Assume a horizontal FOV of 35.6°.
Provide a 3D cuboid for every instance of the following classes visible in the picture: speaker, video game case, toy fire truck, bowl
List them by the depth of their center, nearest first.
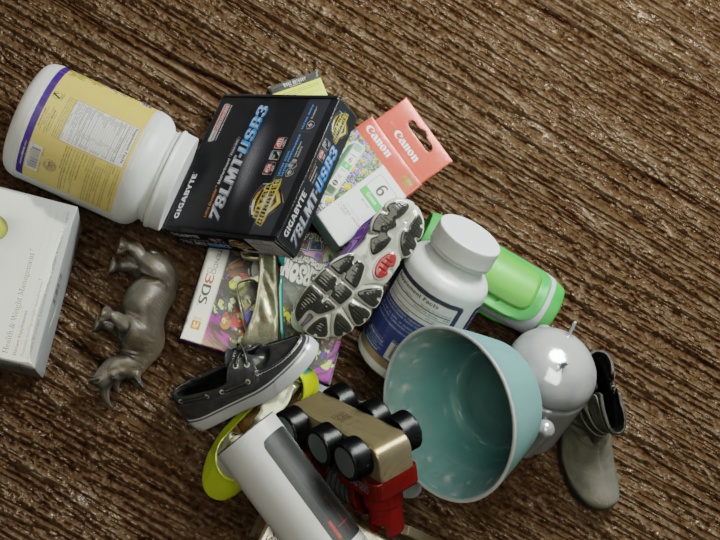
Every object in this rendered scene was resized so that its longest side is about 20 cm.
[{"bbox_3d":[-0.068,0.259,1.231,0.081,0.081,0.201,-36,86,-15],"label":"speaker"},{"bbox_3d":[0.007,0.246,1.297,0.128,0.175,0.202,-22,114,-34],"label":"toy fire truck"},{"bbox_3d":[0.132,0.155,1.297,0.104,0.200,0.203,-10,81,-43],"label":"bowl"},{"bbox_3d":[-0.109,0.031,1.414,0.198,0.036,0.183,18,78,-8],"label":"video game case"},{"bbox_3d":[0.161,0.006,1.449,0.199,0.088,0.089,30,76,-5],"label":"speaker"}]

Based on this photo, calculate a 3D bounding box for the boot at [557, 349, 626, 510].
[{"bbox_3d":[0.296,0.205,1.415,0.067,0.131,0.202,-13,83,-14],"label":"boot"}]

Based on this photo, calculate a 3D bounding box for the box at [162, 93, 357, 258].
[{"bbox_3d":[-0.124,-0.119,1.362,0.050,0.197,0.201,43,63,-47],"label":"box"}]

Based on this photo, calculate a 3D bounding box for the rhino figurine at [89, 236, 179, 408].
[{"bbox_3d":[-0.277,0.068,1.361,0.087,0.060,0.202,16,80,-19],"label":"rhino figurine"}]

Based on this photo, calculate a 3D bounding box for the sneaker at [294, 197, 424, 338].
[{"bbox_3d":[0.000,0.000,1.341,0.081,0.083,0.200,45,80,-10],"label":"sneaker"}]

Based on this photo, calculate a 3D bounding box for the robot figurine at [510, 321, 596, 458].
[{"bbox_3d":[0.216,0.148,1.376,0.112,0.201,0.171,15,45,-10],"label":"robot figurine"}]

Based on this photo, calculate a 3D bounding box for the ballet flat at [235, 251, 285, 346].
[{"bbox_3d":[-0.121,-0.002,1.367,0.062,0.067,0.202,1,80,-1],"label":"ballet flat"}]

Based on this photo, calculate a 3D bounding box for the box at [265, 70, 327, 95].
[{"bbox_3d":[-0.054,-0.151,1.452,0.075,0.050,0.202,-22,84,-14],"label":"box"}]

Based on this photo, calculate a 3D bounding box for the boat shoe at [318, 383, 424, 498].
[{"bbox_3d":[0.012,0.197,1.385,0.198,0.074,0.068,30,36,21],"label":"boat shoe"}]

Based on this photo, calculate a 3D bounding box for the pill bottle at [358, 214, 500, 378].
[{"bbox_3d":[0.086,0.036,1.365,0.110,0.111,0.201,27,116,-5],"label":"pill bottle"}]

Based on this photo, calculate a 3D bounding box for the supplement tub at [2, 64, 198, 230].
[{"bbox_3d":[-0.310,-0.144,1.349,0.198,0.145,0.147,24,76,-7],"label":"supplement tub"}]

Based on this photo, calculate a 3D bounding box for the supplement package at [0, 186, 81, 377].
[{"bbox_3d":[-0.445,0.005,1.294,0.198,0.147,0.193,14,78,-10],"label":"supplement package"}]

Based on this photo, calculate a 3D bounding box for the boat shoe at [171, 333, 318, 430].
[{"bbox_3d":[-0.142,0.120,1.330,0.066,0.199,0.070,48,29,-24],"label":"boat shoe"}]

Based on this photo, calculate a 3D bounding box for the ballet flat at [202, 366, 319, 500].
[{"bbox_3d":[-0.126,0.192,1.343,0.067,0.067,0.200,41,90,8],"label":"ballet flat"}]

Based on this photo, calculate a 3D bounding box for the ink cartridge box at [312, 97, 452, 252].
[{"bbox_3d":[0.016,-0.126,1.407,0.199,0.050,0.109,-37,90,-12],"label":"ink cartridge box"}]

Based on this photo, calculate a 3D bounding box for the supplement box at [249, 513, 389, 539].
[{"bbox_3d":[-0.026,0.330,1.331,0.199,0.126,0.074,28,76,-6],"label":"supplement box"}]
